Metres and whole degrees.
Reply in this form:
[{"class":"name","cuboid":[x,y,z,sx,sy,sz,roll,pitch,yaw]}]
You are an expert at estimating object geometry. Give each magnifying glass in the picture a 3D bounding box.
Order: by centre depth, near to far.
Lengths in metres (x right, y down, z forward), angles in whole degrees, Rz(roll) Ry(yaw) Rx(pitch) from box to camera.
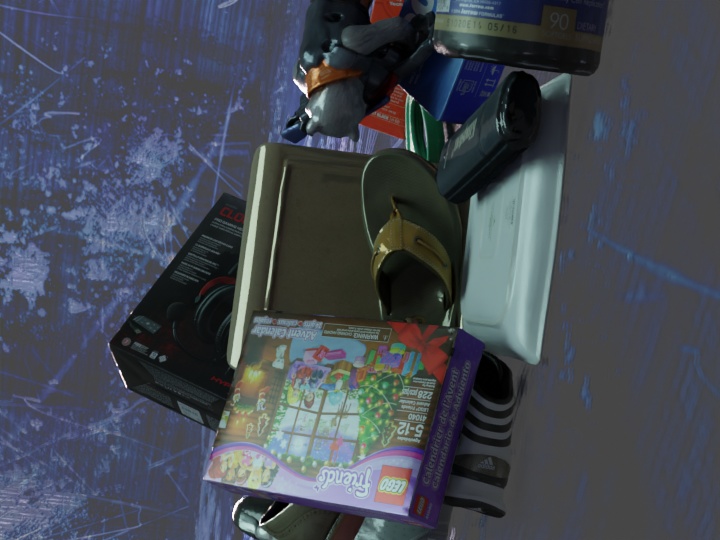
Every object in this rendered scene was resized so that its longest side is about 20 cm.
[{"class":"magnifying glass","cuboid":[0.053,-0.088,1.616,0.201,0.022,0.080,93,165,-56]}]

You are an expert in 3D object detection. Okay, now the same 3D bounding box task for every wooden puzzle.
[{"class":"wooden puzzle","cuboid":[0.000,0.000,1.432,0.037,0.198,0.187,47,-130,-81]}]

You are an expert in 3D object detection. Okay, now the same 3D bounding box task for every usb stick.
[{"class":"usb stick","cuboid":[0.089,-0.091,1.264,0.200,0.032,0.056,136,139,-76]}]

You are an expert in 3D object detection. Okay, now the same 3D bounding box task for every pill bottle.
[{"class":"pill bottle","cuboid":[0.112,-0.231,1.147,0.112,0.111,0.202,-134,51,-78]}]

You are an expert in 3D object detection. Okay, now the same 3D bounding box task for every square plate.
[{"class":"square plate","cuboid":[0.108,-0.037,1.301,0.198,0.028,0.202,-178,95,-81]}]

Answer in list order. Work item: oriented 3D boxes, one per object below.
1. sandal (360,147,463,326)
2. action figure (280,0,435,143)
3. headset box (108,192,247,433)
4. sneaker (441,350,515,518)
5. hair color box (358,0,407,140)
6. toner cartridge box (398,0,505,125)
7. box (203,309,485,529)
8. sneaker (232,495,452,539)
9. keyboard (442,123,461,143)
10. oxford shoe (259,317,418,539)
[{"class":"sandal","cuboid":[0.037,0.004,1.375,0.054,0.080,0.202,9,-103,-70]},{"class":"action figure","cuboid":[-0.031,-0.178,1.360,0.200,0.104,0.195,-37,49,43]},{"class":"headset box","cuboid":[-0.093,0.034,1.515,0.200,0.148,0.075,-54,-26,-26]},{"class":"sneaker","cuboid":[0.072,0.116,1.330,0.200,0.075,0.116,175,111,-73]},{"class":"hair color box","cuboid":[0.048,-0.232,1.621,0.102,0.061,0.201,-60,-13,-51]},{"class":"toner cartridge box","cuboid":[0.085,-0.217,1.322,0.095,0.043,0.201,46,123,45]},{"class":"box","cuboid":[-0.014,0.103,1.288,0.199,0.039,0.138,3,71,40]},{"class":"sneaker","cuboid":[-0.007,0.188,1.474,0.075,0.199,0.116,19,-94,-62]},{"class":"keyboard","cuboid":[0.080,-0.133,1.527,0.200,0.020,0.128,-141,43,-78]},{"class":"oxford shoe","cuboid":[-0.013,0.122,1.339,0.070,0.074,0.201,-129,61,-78]}]
